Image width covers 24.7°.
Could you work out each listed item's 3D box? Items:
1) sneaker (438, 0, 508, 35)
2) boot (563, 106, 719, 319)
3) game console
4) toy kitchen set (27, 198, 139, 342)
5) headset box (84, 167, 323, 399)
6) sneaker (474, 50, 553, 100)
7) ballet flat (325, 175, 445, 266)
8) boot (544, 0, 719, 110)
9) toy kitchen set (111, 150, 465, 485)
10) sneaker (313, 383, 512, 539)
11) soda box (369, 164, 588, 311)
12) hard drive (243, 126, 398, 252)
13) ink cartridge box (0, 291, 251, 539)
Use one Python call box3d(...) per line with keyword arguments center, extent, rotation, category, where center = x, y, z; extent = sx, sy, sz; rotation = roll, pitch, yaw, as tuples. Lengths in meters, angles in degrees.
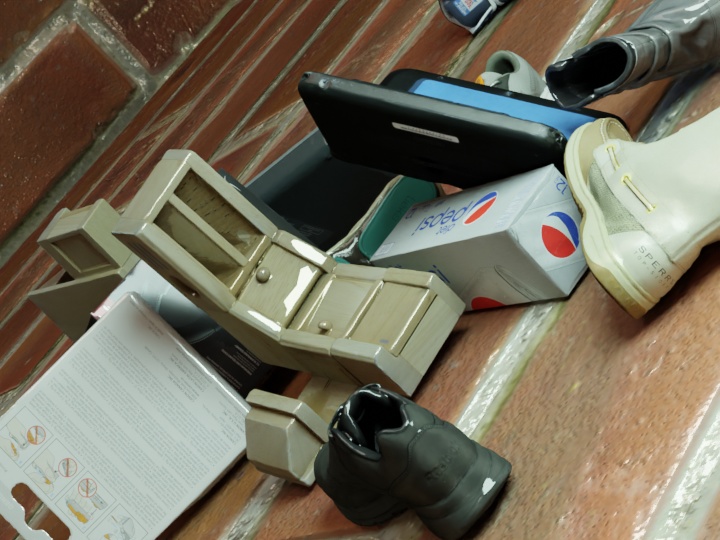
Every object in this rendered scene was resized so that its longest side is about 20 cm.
box3d(center=(0.155, -0.326, 1.803), extent=(0.109, 0.070, 0.200), rotation=(-46, 8, -23), category="sneaker")
box3d(center=(0.207, -0.071, 1.026), extent=(0.155, 0.072, 0.200), rotation=(-39, 22, 21), category="boot")
box3d(center=(0.079, -0.122, 1.208), extent=(0.176, 0.199, 0.117), rotation=(58, -130, -63), category="game console")
box3d(center=(-0.213, -0.019, 1.644), extent=(0.163, 0.200, 0.181), rotation=(-13, 38, 46), category="toy kitchen set")
box3d(center=(-0.131, 0.037, 1.429), extent=(0.200, 0.149, 0.077), rotation=(-50, -1, -23), category="headset box")
box3d(center=(0.115, -0.114, 1.352), extent=(0.074, 0.079, 0.200), rotation=(-33, 20, 28), category="sneaker")
box3d(center=(0.000, 0.000, 1.399), extent=(0.200, 0.069, 0.069), rotation=(-45, 16, -11), category="ballet flat")
box3d(center=(0.228, -0.170, 1.159), extent=(0.131, 0.070, 0.200), rotation=(-25, -9, -33), category="boot")
box3d(center=(-0.075, 0.034, 1.191), extent=(0.200, 0.180, 0.163), rotation=(7, 59, 55), category="toy kitchen set")
box3d(center=(0.014, 0.108, 1.017), extent=(0.076, 0.091, 0.200), rotation=(-53, 16, -21), category="sneaker")
box3d(center=(0.090, -0.017, 1.184), extent=(0.063, 0.068, 0.200), rotation=(-52, 18, -22), category="soda box")
box3d(center=(-0.055, -0.055, 1.543), extent=(0.200, 0.139, 0.033), rotation=(-35, 57, 30), category="hard drive")
box3d(center=(-0.198, 0.141, 1.329), extent=(0.200, 0.161, 0.050), rotation=(-45, -7, -3), category="ink cartridge box")
